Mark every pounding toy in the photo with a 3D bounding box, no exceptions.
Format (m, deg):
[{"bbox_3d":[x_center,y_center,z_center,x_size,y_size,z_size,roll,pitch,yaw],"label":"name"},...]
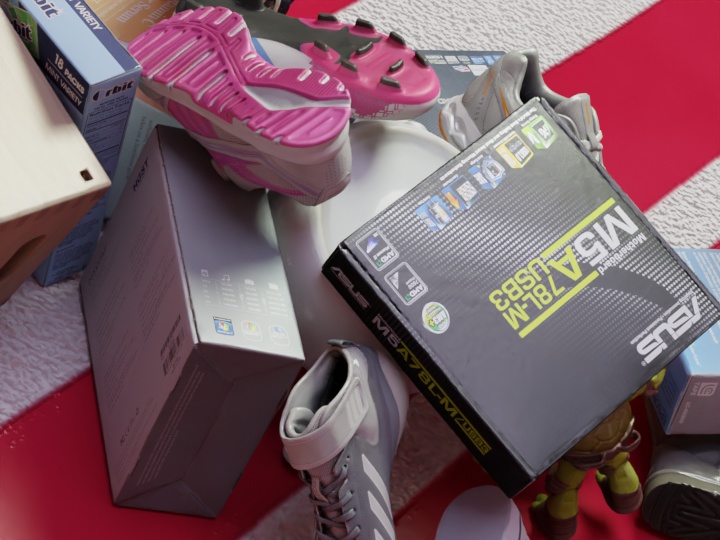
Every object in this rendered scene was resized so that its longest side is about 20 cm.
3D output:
[{"bbox_3d":[-0.276,-0.072,1.691,0.142,0.200,0.184,-22,75,-46],"label":"pounding toy"}]

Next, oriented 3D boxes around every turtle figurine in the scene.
[{"bbox_3d":[0.163,0.106,1.747,0.200,0.162,0.064,-34,53,-22],"label":"turtle figurine"}]

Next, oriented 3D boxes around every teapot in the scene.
[{"bbox_3d":[0.000,0.000,1.758,0.200,0.146,0.198,-28,87,-39],"label":"teapot"}]

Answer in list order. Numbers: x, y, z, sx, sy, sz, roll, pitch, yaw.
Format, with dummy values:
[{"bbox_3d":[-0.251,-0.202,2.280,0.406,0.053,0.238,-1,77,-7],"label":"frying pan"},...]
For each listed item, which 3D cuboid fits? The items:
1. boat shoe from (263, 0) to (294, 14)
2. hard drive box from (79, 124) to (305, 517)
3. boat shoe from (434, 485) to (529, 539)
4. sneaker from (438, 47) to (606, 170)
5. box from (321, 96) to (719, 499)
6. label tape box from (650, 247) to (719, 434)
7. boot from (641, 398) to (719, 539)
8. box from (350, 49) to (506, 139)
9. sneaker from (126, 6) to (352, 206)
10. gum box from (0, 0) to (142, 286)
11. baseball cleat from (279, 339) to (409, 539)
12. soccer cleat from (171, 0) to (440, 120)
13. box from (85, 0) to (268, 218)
[{"bbox_3d":[-0.081,-0.219,1.824,0.092,0.075,0.200,24,3,-9],"label":"boat shoe"},{"bbox_3d":[-0.113,0.032,1.678,0.077,0.156,0.200,10,42,-24],"label":"hard drive box"},{"bbox_3d":[0.065,0.235,1.631,0.070,0.071,0.201,55,41,-40],"label":"boat shoe"},{"bbox_3d":[0.141,-0.068,1.776,0.200,0.092,0.076,50,29,16],"label":"sneaker"},{"bbox_3d":[0.107,0.014,1.670,0.200,0.048,0.193,-36,82,-30],"label":"box"},{"bbox_3d":[0.300,0.052,1.900,0.199,0.066,0.144,3,39,-19],"label":"label tape box"},{"bbox_3d":[0.282,0.129,1.906,0.181,0.073,0.200,26,31,-8],"label":"boot"},{"bbox_3d":[0.066,-0.105,2.033,0.199,0.051,0.158,-3,49,-35],"label":"box"},{"bbox_3d":[-0.079,-0.099,1.665,0.081,0.088,0.200,-34,47,-21],"label":"sneaker"},{"bbox_3d":[-0.227,-0.117,1.733,0.044,0.200,0.170,-23,61,-34],"label":"gum box"},{"bbox_3d":[-0.018,0.144,1.615,0.106,0.070,0.201,22,66,-53],"label":"baseball cleat"},{"bbox_3d":[-0.038,-0.129,1.738,0.199,0.087,0.070,21,38,20],"label":"soccer cleat"},{"bbox_3d":[-0.131,-0.109,1.846,0.199,0.107,0.152,28,36,12],"label":"box"}]
